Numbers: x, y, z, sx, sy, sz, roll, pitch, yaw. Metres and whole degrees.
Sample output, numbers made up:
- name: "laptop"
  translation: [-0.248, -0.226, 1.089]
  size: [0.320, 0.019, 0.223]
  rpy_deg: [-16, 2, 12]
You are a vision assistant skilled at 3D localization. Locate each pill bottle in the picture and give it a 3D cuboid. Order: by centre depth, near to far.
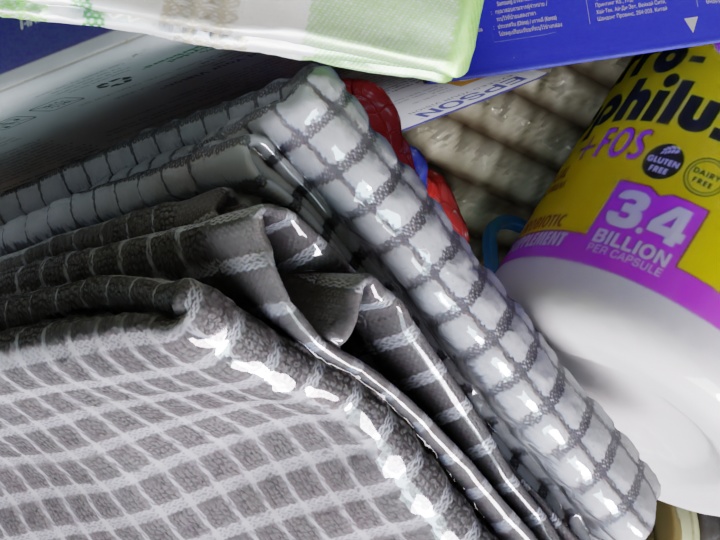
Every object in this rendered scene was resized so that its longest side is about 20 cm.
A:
- name: "pill bottle"
  translation: [0.123, -0.037, 0.754]
  size: [0.104, 0.200, 0.104]
  rpy_deg: [29, 159, 12]

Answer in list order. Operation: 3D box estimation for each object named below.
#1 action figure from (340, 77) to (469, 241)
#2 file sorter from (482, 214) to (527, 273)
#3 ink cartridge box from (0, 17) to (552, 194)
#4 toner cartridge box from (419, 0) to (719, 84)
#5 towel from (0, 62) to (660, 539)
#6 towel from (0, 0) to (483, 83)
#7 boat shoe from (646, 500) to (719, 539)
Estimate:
- name: "action figure"
  translation: [0.000, 0.000, 0.800]
  size: [0.065, 0.099, 0.200]
  rpy_deg: [-15, 168, 7]
- name: "file sorter"
  translation: [0.092, 0.046, 0.915]
  size: [0.139, 0.123, 0.200]
  rpy_deg: [27, 132, -35]
- name: "ink cartridge box"
  translation: [-0.072, -0.053, 0.787]
  size: [0.196, 0.043, 0.200]
  rpy_deg: [-19, 172, 27]
- name: "toner cartridge box"
  translation: [0.091, -0.106, 0.678]
  size: [0.043, 0.095, 0.200]
  rpy_deg: [-13, -174, -43]
- name: "towel"
  translation: [-0.036, 0.050, 0.733]
  size: [0.200, 0.086, 0.166]
  rpy_deg: [-16, 120, 49]
- name: "towel"
  translation: [-0.057, -0.125, 0.613]
  size: [0.199, 0.031, 0.150]
  rpy_deg: [9, 112, -8]
- name: "boat shoe"
  translation: [0.077, 0.121, 0.860]
  size: [0.066, 0.072, 0.201]
  rpy_deg: [0, 143, -24]
